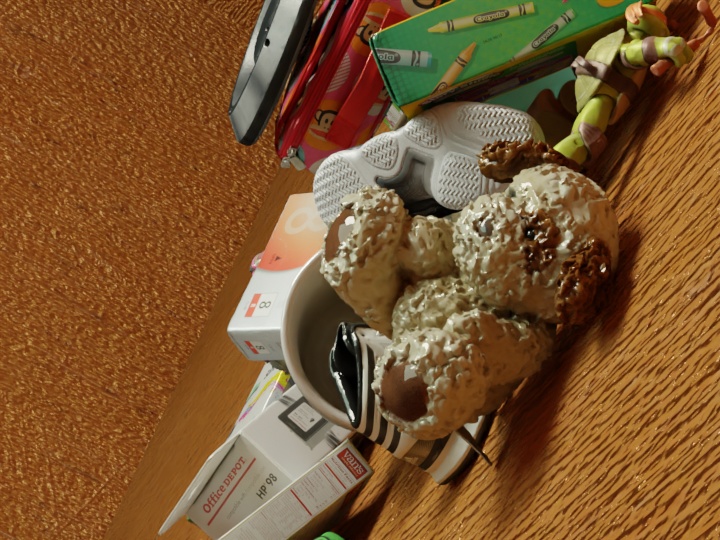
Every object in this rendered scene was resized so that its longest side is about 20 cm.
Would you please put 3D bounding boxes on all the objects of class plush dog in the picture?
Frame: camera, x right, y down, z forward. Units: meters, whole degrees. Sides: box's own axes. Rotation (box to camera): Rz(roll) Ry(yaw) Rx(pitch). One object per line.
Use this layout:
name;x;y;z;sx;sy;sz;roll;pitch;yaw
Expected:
plush dog;0.092;0.010;1.307;0.172;0.160;0.200;-43;42;20

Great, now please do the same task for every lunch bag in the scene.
lunch bag;0.001;-0.170;1.667;0.200;0.082;0.176;-62;11;20

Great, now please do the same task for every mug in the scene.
mug;0.028;0.058;1.573;0.153;0.186;0.150;113;151;-76

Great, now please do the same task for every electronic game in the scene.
electronic game;-0.061;-0.197;1.687;0.200;0.041;0.201;-160;90;-80

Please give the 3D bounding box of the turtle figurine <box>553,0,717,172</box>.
turtle figurine;0.170;-0.121;1.403;0.162;0.064;0.200;-62;8;-5

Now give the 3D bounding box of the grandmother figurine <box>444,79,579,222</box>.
grandmother figurine;0.119;-0.073;1.597;0.121;0.061;0.200;-38;-6;-36

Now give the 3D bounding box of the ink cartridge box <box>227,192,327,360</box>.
ink cartridge box;0.000;0.000;1.751;0.199;0.050;0.163;-7;45;36

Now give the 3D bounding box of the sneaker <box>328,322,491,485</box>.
sneaker;0.049;0.039;1.435;0.076;0.115;0.201;-51;12;54

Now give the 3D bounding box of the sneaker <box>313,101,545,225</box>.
sneaker;0.068;-0.081;1.521;0.200;0.076;0.114;-15;-1;38

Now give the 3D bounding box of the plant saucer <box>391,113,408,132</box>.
plant saucer;0.100;-0.158;1.894;0.200;0.029;0.200;-43;-12;-11

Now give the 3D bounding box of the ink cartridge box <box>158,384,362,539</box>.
ink cartridge box;-0.072;0.165;1.737;0.200;0.067;0.116;-38;-14;-51

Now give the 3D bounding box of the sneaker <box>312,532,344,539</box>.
sneaker;-0.057;0.260;1.552;0.200;0.078;0.085;-39;15;49

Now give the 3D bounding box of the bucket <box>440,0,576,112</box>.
bucket;0.121;-0.188;1.709;0.208;0.134;0.207;-61;8;15

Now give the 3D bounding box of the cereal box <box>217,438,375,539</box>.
cereal box;-0.086;0.221;1.607;0.200;0.040;0.144;-36;-11;-26

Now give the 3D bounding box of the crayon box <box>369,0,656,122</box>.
crayon box;0.113;-0.171;1.494;0.199;0.058;0.119;-22;-7;5

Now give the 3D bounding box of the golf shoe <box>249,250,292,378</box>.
golf shoe;-0.055;0.017;1.853;0.092;0.072;0.200;-49;25;26

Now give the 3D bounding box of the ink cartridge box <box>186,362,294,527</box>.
ink cartridge box;-0.069;0.152;1.935;0.200;0.084;0.145;-64;8;-27

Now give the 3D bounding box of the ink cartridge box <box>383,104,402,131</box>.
ink cartridge box;0.077;-0.189;2.065;0.148;0.076;0.200;-41;2;-13
